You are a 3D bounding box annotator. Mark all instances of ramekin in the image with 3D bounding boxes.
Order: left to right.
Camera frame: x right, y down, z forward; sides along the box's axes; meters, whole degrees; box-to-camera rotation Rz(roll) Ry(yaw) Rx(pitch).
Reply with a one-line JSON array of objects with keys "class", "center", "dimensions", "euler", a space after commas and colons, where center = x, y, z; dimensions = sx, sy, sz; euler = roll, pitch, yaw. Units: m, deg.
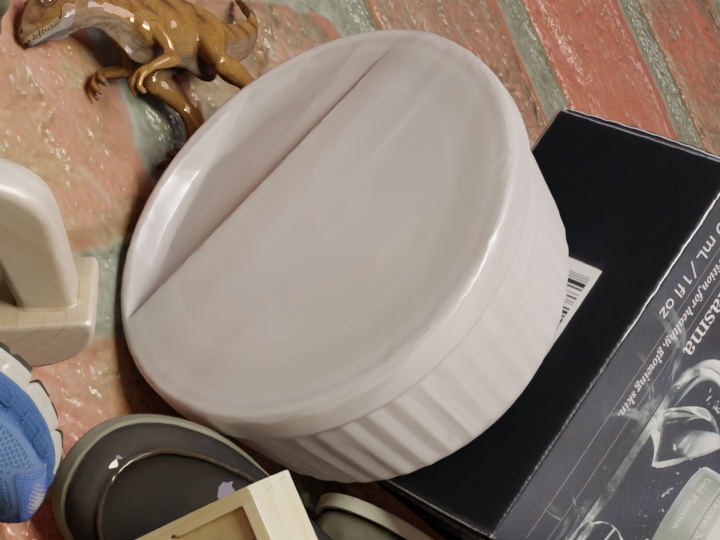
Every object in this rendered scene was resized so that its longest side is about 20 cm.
[{"class": "ramekin", "center": [0.000, 0.000, 0.849], "dimensions": [0.094, 0.201, 0.203], "euler": [47, 32, -44]}]

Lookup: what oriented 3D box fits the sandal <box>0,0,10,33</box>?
[{"class": "sandal", "center": [-0.156, -0.132, 0.739], "dimensions": [0.080, 0.054, 0.200], "euler": [45, -10, -9]}]

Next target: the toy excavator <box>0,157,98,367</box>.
[{"class": "toy excavator", "center": [-0.171, -0.045, 0.683], "dimensions": [0.199, 0.195, 0.100], "euler": [15, 48, -18]}]

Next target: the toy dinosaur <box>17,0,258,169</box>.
[{"class": "toy dinosaur", "center": [-0.079, -0.109, 0.941], "dimensions": [0.200, 0.060, 0.107], "euler": [-2, 66, -59]}]

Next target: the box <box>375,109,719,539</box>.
[{"class": "box", "center": [0.129, 0.067, 0.915], "dimensions": [0.201, 0.124, 0.197], "euler": [-55, 131, -9]}]

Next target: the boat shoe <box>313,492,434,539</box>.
[{"class": "boat shoe", "center": [0.046, 0.184, 0.888], "dimensions": [0.202, 0.072, 0.060], "euler": [43, 68, -10]}]

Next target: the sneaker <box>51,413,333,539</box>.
[{"class": "sneaker", "center": [-0.027, 0.127, 0.763], "dimensions": [0.200, 0.106, 0.075], "euler": [39, 79, -37]}]

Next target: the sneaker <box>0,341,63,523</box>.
[{"class": "sneaker", "center": [-0.181, 0.047, 0.649], "dimensions": [0.200, 0.078, 0.090], "euler": [41, 59, -46]}]

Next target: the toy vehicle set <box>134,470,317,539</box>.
[{"class": "toy vehicle set", "center": [-0.040, 0.188, 0.692], "dimensions": [0.026, 0.124, 0.201], "euler": [-12, 77, -60]}]
